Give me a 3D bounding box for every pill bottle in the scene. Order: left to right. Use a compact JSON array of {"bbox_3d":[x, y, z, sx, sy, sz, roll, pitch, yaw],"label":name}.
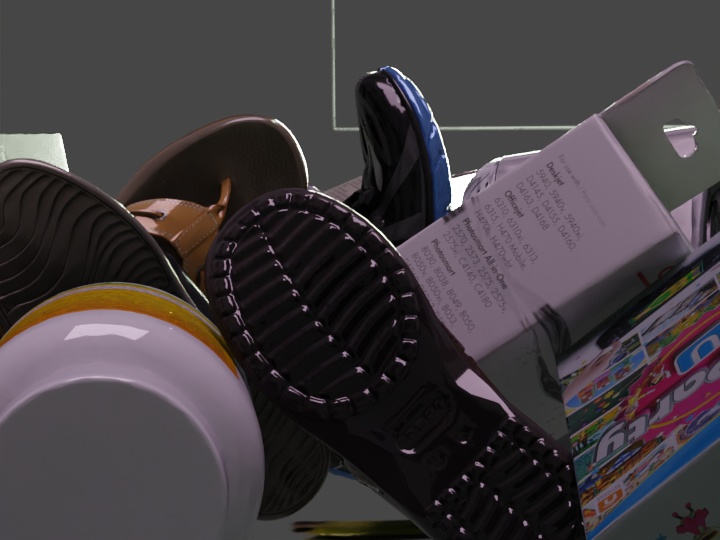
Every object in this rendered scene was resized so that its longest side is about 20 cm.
[{"bbox_3d":[-0.091,0.066,0.759,0.111,0.111,0.200,-1,4,-5],"label":"pill bottle"}]

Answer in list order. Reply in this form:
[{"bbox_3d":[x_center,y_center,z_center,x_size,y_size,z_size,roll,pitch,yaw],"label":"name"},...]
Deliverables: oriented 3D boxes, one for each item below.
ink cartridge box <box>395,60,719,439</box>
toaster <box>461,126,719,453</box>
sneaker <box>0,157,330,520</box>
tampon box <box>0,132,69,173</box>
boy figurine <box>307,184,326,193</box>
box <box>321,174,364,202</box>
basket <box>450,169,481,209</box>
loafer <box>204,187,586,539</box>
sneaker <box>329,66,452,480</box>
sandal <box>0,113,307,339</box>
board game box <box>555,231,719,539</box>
[{"bbox_3d":[0.082,0.011,0.884,0.200,0.067,0.116,-34,-29,9],"label":"ink cartridge box"},{"bbox_3d":[0.114,0.026,1.004,0.129,0.200,0.114,-3,-34,16],"label":"toaster"},{"bbox_3d":[-0.103,0.029,0.943,0.075,0.200,0.106,-43,15,-5],"label":"sneaker"},{"bbox_3d":[-0.238,0.013,1.092,0.126,0.150,0.200,-12,0,19],"label":"tampon box"},{"bbox_3d":[-0.076,0.035,1.235,0.064,0.124,0.200,29,49,21],"label":"boy figurine"},{"bbox_3d":[-0.048,0.021,1.090,0.200,0.078,0.095,-23,12,-6],"label":"box"},{"bbox_3d":[0.068,0.019,1.270,0.180,0.136,0.200,-18,7,8],"label":"basket"},{"bbox_3d":[0.013,0.053,0.797,0.073,0.200,0.071,-37,-23,-6],"label":"loafer"},{"bbox_3d":[0.000,0.000,1.010,0.083,0.200,0.071,6,0,-4],"label":"sneaker"},{"bbox_3d":[-0.107,-0.002,0.999,0.200,0.080,0.054,-31,11,-13],"label":"sandal"},{"bbox_3d":[0.148,0.037,0.737,0.148,0.064,0.200,-40,10,11],"label":"board game box"}]
